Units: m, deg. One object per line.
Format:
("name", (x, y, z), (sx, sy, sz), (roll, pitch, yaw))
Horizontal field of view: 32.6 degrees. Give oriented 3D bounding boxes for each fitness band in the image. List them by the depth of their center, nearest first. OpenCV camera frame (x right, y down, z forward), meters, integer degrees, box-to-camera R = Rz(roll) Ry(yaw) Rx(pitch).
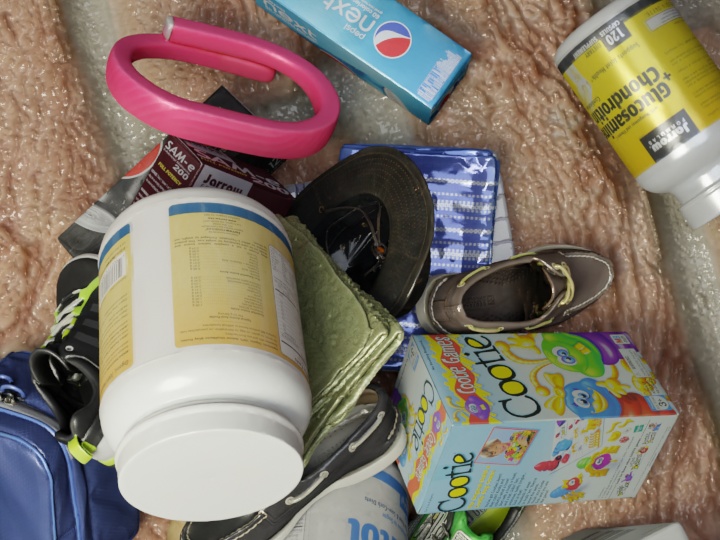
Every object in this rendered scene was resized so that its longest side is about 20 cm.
("fitness band", (-0.114, -0.155, 1.038), (0.199, 0.144, 0.037), (10, 127, -19))

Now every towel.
("towel", (-0.059, 0.052, 0.955), (0.148, 0.036, 0.200), (-48, 45, 3))
("towel", (0.045, -0.011, 1.075), (0.144, 0.024, 0.201), (4, 84, 1))

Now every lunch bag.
("lunch bag", (-0.267, 0.169, 0.983), (0.136, 0.132, 0.201), (12, 120, 20))

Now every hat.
("hat", (0.000, 0.000, 1.022), (0.200, 0.081, 0.201), (-20, 57, 34))

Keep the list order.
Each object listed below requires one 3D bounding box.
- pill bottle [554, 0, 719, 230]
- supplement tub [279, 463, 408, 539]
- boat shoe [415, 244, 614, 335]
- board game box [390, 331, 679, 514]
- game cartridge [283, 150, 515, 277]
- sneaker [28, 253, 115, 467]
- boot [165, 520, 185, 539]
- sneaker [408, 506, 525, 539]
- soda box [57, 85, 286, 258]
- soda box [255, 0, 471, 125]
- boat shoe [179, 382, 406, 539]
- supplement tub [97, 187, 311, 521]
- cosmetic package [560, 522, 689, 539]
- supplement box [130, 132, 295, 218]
("pill bottle", (0.268, -0.140, 1.075), (0.112, 0.112, 0.200), (-34, 84, -4))
("supplement tub", (-0.028, 0.251, 0.983), (0.132, 0.132, 0.200), (3, 48, 0))
("boat shoe", (0.144, 0.017, 1.047), (0.200, 0.059, 0.072), (-9, 92, -30))
("board game box", (0.135, 0.121, 1.002), (0.199, 0.105, 0.103), (0, 39, -21))
("game cartridge", (0.036, -0.028, 1.104), (0.199, 0.038, 0.130), (-9, 88, -1))
("sneaker", (-0.209, 0.058, 0.929), (0.072, 0.083, 0.200), (-43, 49, 23))
("boot", (-0.099, 0.325, 1.049), (0.175, 0.066, 0.201), (11, 83, 1))
("sneaker", (0.068, 0.234, 1.049), (0.078, 0.085, 0.200), (40, 86, 4))
("soda box", (-0.164, -0.064, 1.083), (0.200, 0.063, 0.071), (-44, 64, -5))
("soda box", (0.000, -0.218, 1.106), (0.200, 0.068, 0.064), (36, 86, 4))
("boat shoe", (-0.056, 0.156, 0.946), (0.200, 0.060, 0.074), (-29, 45, -7))
("supplement tub", (-0.111, 0.058, 0.863), (0.144, 0.145, 0.200), (-9, 53, -1))
("cosmetic package", (0.193, 0.327, 0.978), (0.166, 0.167, 0.200), (-22, 83, -22))
("supplement box", (-0.154, -0.003, 1.032), (0.061, 0.109, 0.200), (42, 107, 43))
